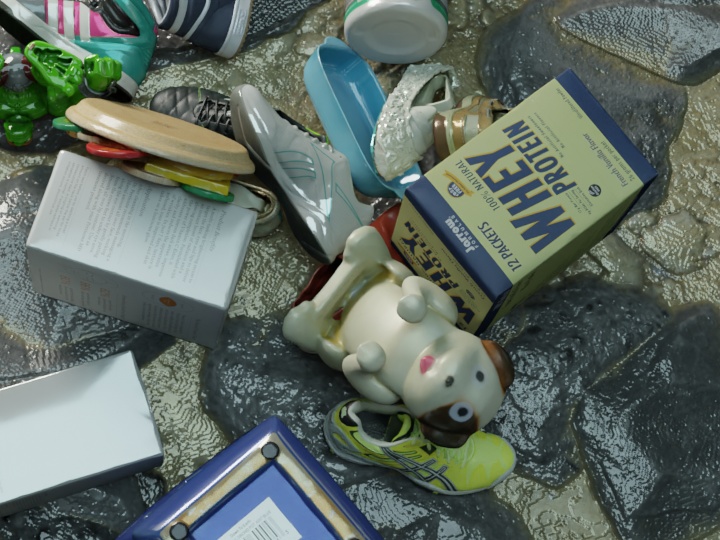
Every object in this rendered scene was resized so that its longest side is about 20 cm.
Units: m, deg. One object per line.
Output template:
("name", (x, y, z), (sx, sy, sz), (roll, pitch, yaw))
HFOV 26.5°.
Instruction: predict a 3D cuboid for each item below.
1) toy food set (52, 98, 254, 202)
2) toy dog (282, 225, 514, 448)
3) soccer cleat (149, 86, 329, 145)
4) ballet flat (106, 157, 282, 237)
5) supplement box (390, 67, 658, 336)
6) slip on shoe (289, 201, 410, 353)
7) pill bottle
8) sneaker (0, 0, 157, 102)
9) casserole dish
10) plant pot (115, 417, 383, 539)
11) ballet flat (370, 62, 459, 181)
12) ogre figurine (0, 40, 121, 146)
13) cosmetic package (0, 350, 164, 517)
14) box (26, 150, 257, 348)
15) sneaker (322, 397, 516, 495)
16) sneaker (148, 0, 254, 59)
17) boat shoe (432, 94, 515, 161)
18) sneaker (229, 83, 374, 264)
("toy food set", (-0.201, -0.122, 1.499), (0.199, 0.198, 0.049), (18, 99, -6))
("toy dog", (0.050, 0.087, 1.482), (0.140, 0.194, 0.200), (-45, 50, -11))
("soccer cleat", (-0.124, -0.154, 1.605), (0.199, 0.081, 0.068), (19, 71, -3))
("ballet flat", (-0.176, -0.086, 1.586), (0.199, 0.062, 0.068), (12, 74, -5))
("supplement box", (0.152, -0.058, 1.492), (0.200, 0.200, 0.134), (-37, 80, -11))
("slip on shoe", (0.000, 0.000, 1.582), (0.074, 0.061, 0.200), (35, 70, 26))
("pill bottle", (0.041, -0.337, 1.667), (0.113, 0.113, 0.201), (6, 64, -7))
("sneaker", (-0.297, -0.280, 1.613), (0.200, 0.084, 0.121), (33, 76, -6))
("casserole dish", (-0.001, -0.153, 1.619), (0.039, 0.121, 0.200), (-32, 76, 26))
("plant pot", (-0.098, 0.263, 1.421), (0.200, 0.180, 0.200), (-39, 83, -18))
("ballet flat", (0.062, -0.166, 1.599), (0.072, 0.072, 0.200), (23, 38, -1))
("ogre figurine", (-0.348, -0.188, 1.560), (0.199, 0.120, 0.098), (-22, 82, -13))
("cosmetic package", (-0.299, 0.163, 1.480), (0.199, 0.081, 0.113), (-14, 76, -14))
("box", (-0.216, -0.018, 1.511), (0.199, 0.152, 0.107), (18, 70, -4))
("sneaker", (0.062, 0.177, 1.536), (0.199, 0.076, 0.076), (11, 70, -7))
("sneaker", (-0.167, -0.336, 1.647), (0.108, 0.070, 0.201), (14, 73, -25))
("boat shoe", (0.137, -0.146, 1.591), (0.076, 0.200, 0.072), (-8, 102, 19))
("sneaker", (-0.062, -0.108, 1.548), (0.080, 0.070, 0.201), (-36, 101, -17))
